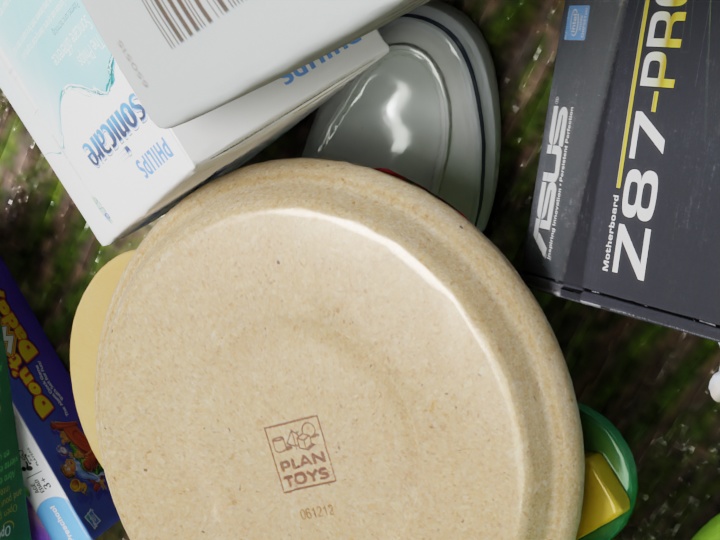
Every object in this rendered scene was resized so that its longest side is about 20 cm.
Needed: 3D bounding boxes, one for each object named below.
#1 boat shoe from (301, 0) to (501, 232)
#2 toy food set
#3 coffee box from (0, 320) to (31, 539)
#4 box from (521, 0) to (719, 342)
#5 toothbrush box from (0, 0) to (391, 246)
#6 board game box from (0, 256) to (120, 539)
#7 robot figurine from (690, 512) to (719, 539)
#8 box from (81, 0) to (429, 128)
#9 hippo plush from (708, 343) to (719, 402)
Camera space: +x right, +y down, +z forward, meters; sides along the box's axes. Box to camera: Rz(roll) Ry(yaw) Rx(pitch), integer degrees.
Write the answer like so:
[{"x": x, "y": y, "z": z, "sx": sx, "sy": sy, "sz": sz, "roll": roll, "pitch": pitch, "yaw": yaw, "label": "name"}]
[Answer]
[{"x": 0.000, "y": 0.000, "z": 0.789, "sx": 0.073, "sy": 0.067, "sz": 0.200, "roll": 20, "pitch": 113, "yaw": 16, "label": "boat shoe"}, {"x": -0.010, "y": 0.060, "z": 0.740, "sx": 0.200, "sy": 0.049, "sz": 0.198, "roll": -34, "pitch": 83, "yaw": 30, "label": "toy food set"}, {"x": -0.198, "y": 0.073, "z": 0.858, "sx": 0.123, "sy": 0.044, "sz": 0.200, "roll": 0, "pitch": 106, "yaw": 23, "label": "coffee box"}, {"x": 0.118, "y": -0.080, "z": 0.645, "sx": 0.049, "sy": 0.161, "sz": 0.200, "roll": 8, "pitch": 95, "yaw": -22, "label": "box"}, {"x": -0.096, "y": -0.122, "z": 0.742, "sx": 0.200, "sy": 0.085, "sz": 0.146, "roll": 58, "pitch": 159, "yaw": -1, "label": "toothbrush box"}, {"x": -0.200, "y": 0.044, "z": 0.900, "sx": 0.134, "sy": 0.045, "sz": 0.200, "roll": -28, "pitch": 94, "yaw": 28, "label": "board game box"}, {"x": 0.144, "y": 0.143, "z": 0.696, "sx": 0.175, "sy": 0.200, "sz": 0.116, "roll": 24, "pitch": 113, "yaw": 11, "label": "robot figurine"}, {"x": -0.004, "y": -0.177, "z": 0.595, "sx": 0.200, "sy": 0.171, "sz": 0.199, "roll": 62, "pitch": 155, "yaw": -5, "label": "box"}, {"x": 0.181, "y": 0.002, "z": 0.661, "sx": 0.200, "sy": 0.159, "sz": 0.161, "roll": 49, "pitch": 117, "yaw": 2, "label": "hippo plush"}]
